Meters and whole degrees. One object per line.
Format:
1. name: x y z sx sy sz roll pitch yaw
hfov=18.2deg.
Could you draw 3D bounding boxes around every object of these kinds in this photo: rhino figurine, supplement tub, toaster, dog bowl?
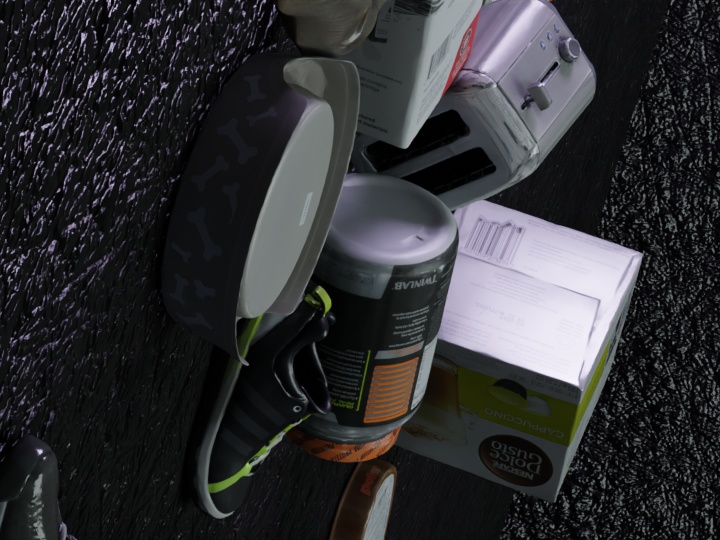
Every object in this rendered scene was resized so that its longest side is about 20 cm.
1. rhino figurine: -0.022 -0.187 1.346 0.088 0.060 0.200 -53 164 -7
2. supplement tub: -0.001 0.038 1.686 0.123 0.122 0.201 -56 163 -53
3. toaster: 0.074 -0.119 1.717 0.114 0.200 0.129 56 41 -18
4. dog bowl: -0.063 -0.044 1.404 0.200 0.058 0.201 20 90 -80

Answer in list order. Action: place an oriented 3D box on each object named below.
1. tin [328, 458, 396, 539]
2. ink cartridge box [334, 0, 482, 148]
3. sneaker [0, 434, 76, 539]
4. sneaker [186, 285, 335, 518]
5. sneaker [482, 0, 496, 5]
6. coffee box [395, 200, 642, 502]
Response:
1. tin: -0.003 0.278 2.329 0.112 0.042 0.200 -54 161 -43
2. ink cartridge box: 0.036 -0.210 1.536 0.144 0.083 0.201 -57 164 -50
3. sneaker: -0.149 0.180 1.214 0.075 0.115 0.201 -58 164 -48
4. sneaker: -0.065 0.098 1.577 0.072 0.083 0.201 -51 158 -59
5. sneaker: 0.097 -0.204 1.938 0.085 0.074 0.201 157 -49 -71
6. coffee box: 0.152 0.081 2.317 0.198 0.199 0.200 98 16 -49
